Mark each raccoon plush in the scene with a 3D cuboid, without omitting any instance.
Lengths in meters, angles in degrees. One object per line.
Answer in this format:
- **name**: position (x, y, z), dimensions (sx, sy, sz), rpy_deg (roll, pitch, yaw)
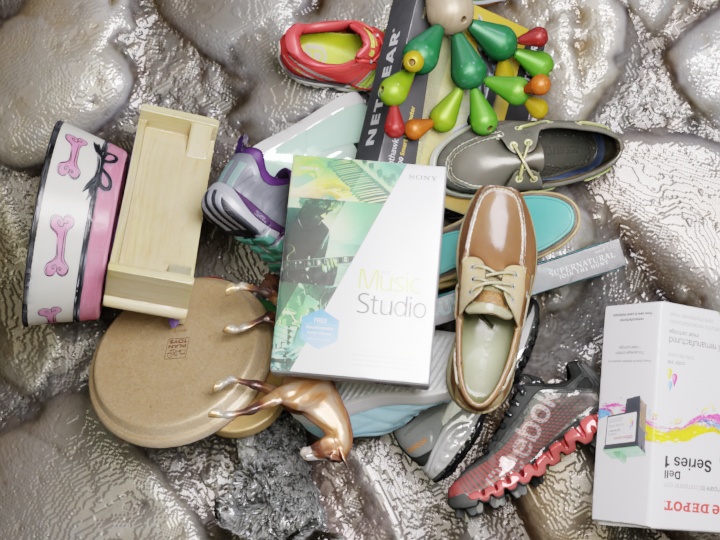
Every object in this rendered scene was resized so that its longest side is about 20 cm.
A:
- **raccoon plush**: position (-0.049, 0.201, 1.271), dimensions (0.198, 0.097, 0.136), rpy_deg (15, 84, 32)

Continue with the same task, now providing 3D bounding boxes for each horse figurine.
- **horse figurine**: position (-0.067, 0.079, 1.232), dimensions (0.131, 0.050, 0.202), rpy_deg (5, 55, -1)

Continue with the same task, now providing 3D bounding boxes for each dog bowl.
- **dog bowl**: position (-0.276, -0.040, 1.299), dimensions (0.073, 0.200, 0.203), rpy_deg (9, 83, -9)

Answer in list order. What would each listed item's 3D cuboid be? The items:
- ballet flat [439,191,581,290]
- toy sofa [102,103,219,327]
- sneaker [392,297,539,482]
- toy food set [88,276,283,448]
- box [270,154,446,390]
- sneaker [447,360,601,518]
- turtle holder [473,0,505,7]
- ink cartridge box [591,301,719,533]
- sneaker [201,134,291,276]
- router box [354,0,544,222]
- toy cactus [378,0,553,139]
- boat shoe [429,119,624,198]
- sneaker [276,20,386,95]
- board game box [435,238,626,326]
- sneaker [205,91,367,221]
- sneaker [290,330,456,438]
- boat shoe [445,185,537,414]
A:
- **ballet flat**: position (0.122, -0.026, 1.283), dimensions (0.198, 0.063, 0.070), rpy_deg (-16, 75, 21)
- **toy sofa**: position (-0.194, -0.051, 1.295), dimensions (0.082, 0.098, 0.202), rpy_deg (11, 59, -10)
- **sneaker**: position (0.106, 0.105, 1.295), dimensions (0.079, 0.074, 0.201), rpy_deg (36, 87, 15)
- **toy food set**: position (-0.170, 0.087, 1.302), dimensions (0.198, 0.049, 0.199), rpy_deg (-18, 50, 4)
- **box**: position (0.000, 0.000, 1.197), dimensions (0.142, 0.036, 0.203), rpy_deg (4, 76, 3)
- **sneaker**: position (0.158, 0.157, 1.282), dimensions (0.199, 0.071, 0.098), rpy_deg (-33, 80, -1)
- **turtle holder**: position (0.114, -0.352, 1.326), dimensions (0.139, 0.132, 0.188), rpy_deg (-13, 80, 5)
- **ink cartridge box**: position (0.298, 0.139, 1.231), dimensions (0.143, 0.084, 0.203), rpy_deg (9, 81, -29)
- **sneaker**: position (-0.063, -0.044, 1.290), dimensions (0.074, 0.200, 0.088), rpy_deg (4, 61, 44)
- **router box**: position (0.087, -0.158, 1.302), dimensions (0.156, 0.052, 0.203), rpy_deg (17, 83, -28)
- **toy cactus**: position (0.094, -0.207, 1.232), dimensions (0.198, 0.102, 0.167), rpy_deg (-16, 88, -19)
- **boat shoe**: position (0.161, -0.110, 1.278), dimensions (0.199, 0.060, 0.073), rpy_deg (-10, 99, -27)
- **sneaker**: position (0.014, -0.213, 1.336), dimensions (0.197, 0.085, 0.078), rpy_deg (1, 81, -4)
- **board game box**: position (0.146, 0.014, 1.269), dimensions (0.198, 0.135, 0.029), rpy_deg (-18, 89, 2)
- **sneaker**: position (-0.053, -0.079, 1.332), dimensions (0.199, 0.074, 0.119), rpy_deg (-34, 74, -2)
- **sneaker**: position (0.035, 0.114, 1.266), dimensions (0.198, 0.082, 0.075), rpy_deg (-12, 55, 16)
- **boat shoe**: position (0.117, 0.027, 1.166), dimensions (0.075, 0.074, 0.203), rpy_deg (4, 90, 3)
